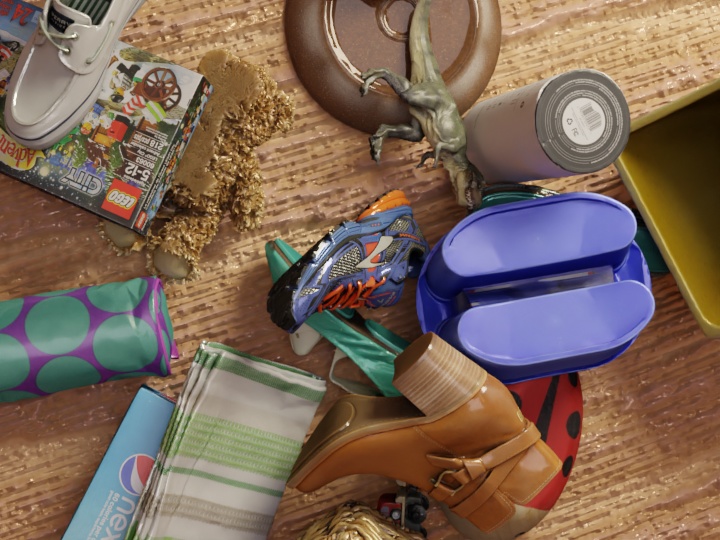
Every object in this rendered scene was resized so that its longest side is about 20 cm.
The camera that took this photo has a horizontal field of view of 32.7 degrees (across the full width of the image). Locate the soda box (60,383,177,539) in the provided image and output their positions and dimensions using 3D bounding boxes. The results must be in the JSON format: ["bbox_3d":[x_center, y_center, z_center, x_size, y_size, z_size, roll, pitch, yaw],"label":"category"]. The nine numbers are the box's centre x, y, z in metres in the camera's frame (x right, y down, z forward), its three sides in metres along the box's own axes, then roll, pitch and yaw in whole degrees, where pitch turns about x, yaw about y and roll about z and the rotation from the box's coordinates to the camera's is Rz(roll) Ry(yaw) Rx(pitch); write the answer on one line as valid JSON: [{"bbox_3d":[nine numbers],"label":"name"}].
[{"bbox_3d":[-0.199,0.199,1.018,0.068,0.064,0.201,27,84,-7],"label":"soda box"}]

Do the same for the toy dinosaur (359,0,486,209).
[{"bbox_3d":[0.046,-0.140,1.046,0.087,0.047,0.202,-13,85,-9],"label":"toy dinosaur"}]

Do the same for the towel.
[{"bbox_3d":[-0.108,0.169,1.009,0.149,0.031,0.201,23,86,-45],"label":"towel"}]

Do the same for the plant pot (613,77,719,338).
[{"bbox_3d":[0.364,-0.090,1.042,0.200,0.195,0.195,-30,93,-51],"label":"plant pot"}]

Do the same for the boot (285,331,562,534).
[{"bbox_3d":[0.047,0.158,0.983,0.155,0.074,0.200,43,121,-12],"label":"boot"}]

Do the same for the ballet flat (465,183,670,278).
[{"bbox_3d":[0.185,-0.036,1.086,0.198,0.074,0.075,14,86,-7],"label":"ballet flat"}]

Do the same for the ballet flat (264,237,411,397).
[{"bbox_3d":[-0.018,0.058,1.054,0.200,0.067,0.071,38,100,-3],"label":"ballet flat"}]

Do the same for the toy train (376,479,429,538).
[{"bbox_3d":[0.035,0.211,1.049,0.045,0.034,0.202,4,102,8],"label":"toy train"}]

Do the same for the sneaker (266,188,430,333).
[{"bbox_3d":[0.000,0.000,1.005,0.079,0.075,0.200,50,44,3],"label":"sneaker"}]

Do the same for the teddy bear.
[{"bbox_3d":[-0.139,-0.086,1.044,0.144,0.067,0.202,15,86,10],"label":"teddy bear"}]

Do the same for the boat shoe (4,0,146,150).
[{"bbox_3d":[-0.227,-0.193,0.965,0.073,0.067,0.201,26,84,12],"label":"boat shoe"}]

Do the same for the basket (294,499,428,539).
[{"bbox_3d":[-0.022,0.301,0.975,0.142,0.149,0.201,32,102,-6],"label":"basket"}]

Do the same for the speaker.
[{"bbox_3d":[0.145,-0.114,1.015,0.081,0.200,0.082,0,91,-13],"label":"speaker"}]

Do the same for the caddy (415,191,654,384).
[{"bbox_3d":[0.145,0.015,1.008,0.198,0.105,0.143,-9,78,-3],"label":"caddy"}]

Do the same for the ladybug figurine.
[{"bbox_3d":[0.135,0.138,1.057,0.135,0.072,0.202,15,84,-23],"label":"ladybug figurine"}]

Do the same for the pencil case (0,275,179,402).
[{"bbox_3d":[-0.253,0.063,1.005,0.198,0.093,0.086,-11,54,-6],"label":"pencil case"}]

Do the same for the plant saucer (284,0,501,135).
[{"bbox_3d":[0.033,-0.220,1.085,0.199,0.037,0.202,0,88,-9],"label":"plant saucer"}]

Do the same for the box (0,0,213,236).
[{"bbox_3d":[-0.238,-0.130,1.009,0.199,0.038,0.137,23,84,12],"label":"box"}]
